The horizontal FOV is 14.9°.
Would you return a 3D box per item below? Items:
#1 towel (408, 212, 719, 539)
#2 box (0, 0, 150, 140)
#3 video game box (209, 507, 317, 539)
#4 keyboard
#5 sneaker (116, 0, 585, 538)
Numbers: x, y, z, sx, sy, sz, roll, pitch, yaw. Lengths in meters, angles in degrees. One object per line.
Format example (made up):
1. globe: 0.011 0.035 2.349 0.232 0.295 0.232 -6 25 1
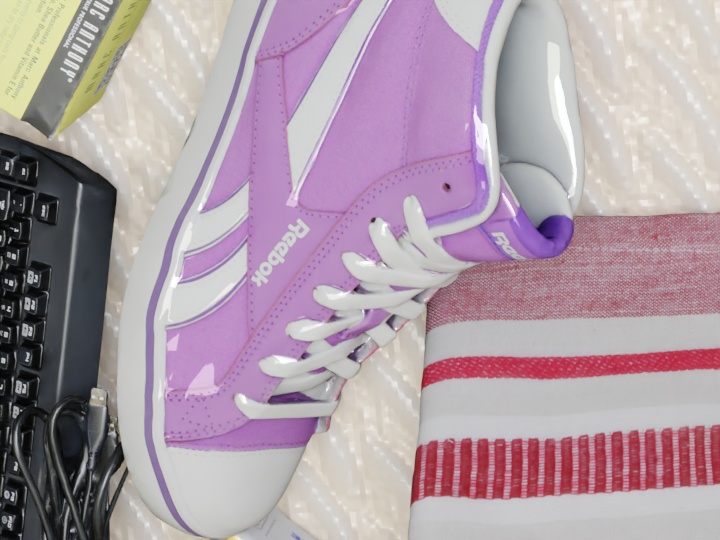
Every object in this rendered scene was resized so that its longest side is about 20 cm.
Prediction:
1. towel: 0.083 0.059 0.754 0.144 0.200 0.023 -6 138 13
2. box: -0.154 -0.123 0.812 0.200 0.050 0.075 29 111 1
3. video game box: -0.019 0.203 0.880 0.182 0.047 0.200 34 104 -3
4. keyboard: -0.114 0.060 0.839 0.104 0.040 0.201 13 103 30
5. sneaker: 0.000 0.000 0.780 0.114 0.073 0.201 28 111 36
